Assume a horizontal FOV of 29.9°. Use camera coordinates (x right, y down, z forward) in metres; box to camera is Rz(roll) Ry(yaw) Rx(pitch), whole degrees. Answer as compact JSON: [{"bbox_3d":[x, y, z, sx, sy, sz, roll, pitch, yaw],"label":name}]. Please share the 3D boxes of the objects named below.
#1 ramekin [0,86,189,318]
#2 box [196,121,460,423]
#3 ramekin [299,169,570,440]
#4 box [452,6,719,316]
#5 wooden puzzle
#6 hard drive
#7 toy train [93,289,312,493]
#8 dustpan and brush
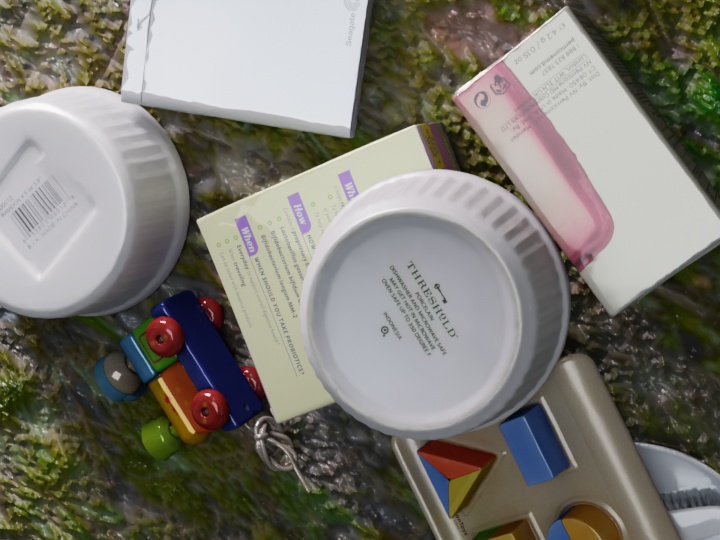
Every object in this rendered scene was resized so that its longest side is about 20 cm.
[{"bbox_3d":[-0.254,-0.054,1.145,0.199,0.098,0.203,2,98,15],"label":"ramekin"},{"bbox_3d":[0.000,0.000,1.083,0.199,0.097,0.177,-22,91,18],"label":"box"},{"bbox_3d":[0.047,0.030,0.974,0.200,0.094,0.204,2,98,15],"label":"ramekin"},{"bbox_3d":[0.177,-0.083,1.007,0.109,0.128,0.201,-36,86,17],"label":"box"},{"bbox_3d":[0.131,0.183,1.071,0.199,0.046,0.186,-27,89,35],"label":"wooden puzzle"},{"bbox_3d":[-0.094,-0.190,1.110,0.198,0.027,0.133,10,99,8],"label":"hard drive"},{"bbox_3d":[-0.138,0.129,1.150,0.115,0.085,0.201,-33,88,27],"label":"toy train"},{"bbox_3d":[0.274,0.192,1.050,0.198,0.057,0.141,-12,94,16],"label":"dustpan and brush"}]
